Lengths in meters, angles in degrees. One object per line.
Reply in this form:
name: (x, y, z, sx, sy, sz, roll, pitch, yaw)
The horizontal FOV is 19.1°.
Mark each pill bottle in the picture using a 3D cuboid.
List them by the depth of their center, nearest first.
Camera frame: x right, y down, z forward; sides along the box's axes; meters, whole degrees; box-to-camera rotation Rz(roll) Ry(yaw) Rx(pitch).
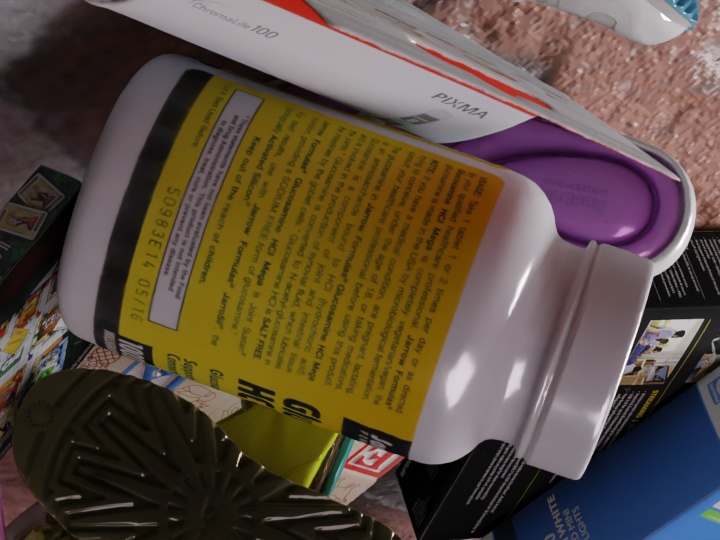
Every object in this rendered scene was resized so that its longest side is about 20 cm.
pill bottle: (0.000, 0.003, 0.784, 0.200, 0.113, 0.113, 20, 141, 5)

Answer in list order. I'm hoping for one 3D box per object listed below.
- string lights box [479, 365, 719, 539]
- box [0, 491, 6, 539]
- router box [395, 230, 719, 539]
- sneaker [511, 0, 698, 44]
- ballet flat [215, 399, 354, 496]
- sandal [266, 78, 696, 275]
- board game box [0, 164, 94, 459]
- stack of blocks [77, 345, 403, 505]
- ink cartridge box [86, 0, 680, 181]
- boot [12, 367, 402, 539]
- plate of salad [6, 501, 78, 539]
string lights box: (0.154, 0.130, 1.089, 0.103, 0.059, 0.200, 21, 130, -43)
box: (-0.254, 0.044, 0.874, 0.200, 0.097, 0.176, -7, 143, -11)
router box: (0.119, 0.061, 1.077, 0.149, 0.051, 0.200, 0, 141, -23)
sneaker: (0.045, -0.135, 0.781, 0.200, 0.077, 0.081, 26, 134, -34)
ballet flat: (0.000, 0.000, 0.904, 0.200, 0.067, 0.067, -62, 177, 2)
sandal: (0.032, -0.044, 0.847, 0.202, 0.083, 0.050, 6, 167, 8)
board game box: (-0.162, 0.062, 0.780, 0.023, 0.200, 0.105, 29, 150, 14)
stack of blocks: (-0.068, 0.051, 0.984, 0.200, 0.059, 0.115, 23, 128, -41)
ink cartridge box: (-0.009, -0.074, 0.732, 0.160, 0.200, 0.047, 20, 103, -38)
boot: (-0.067, 0.113, 0.903, 0.175, 0.066, 0.200, 31, 166, -1)
plate of salad: (-0.088, 0.168, 1.013, 0.200, 0.200, 0.048, -4, 139, -16)
